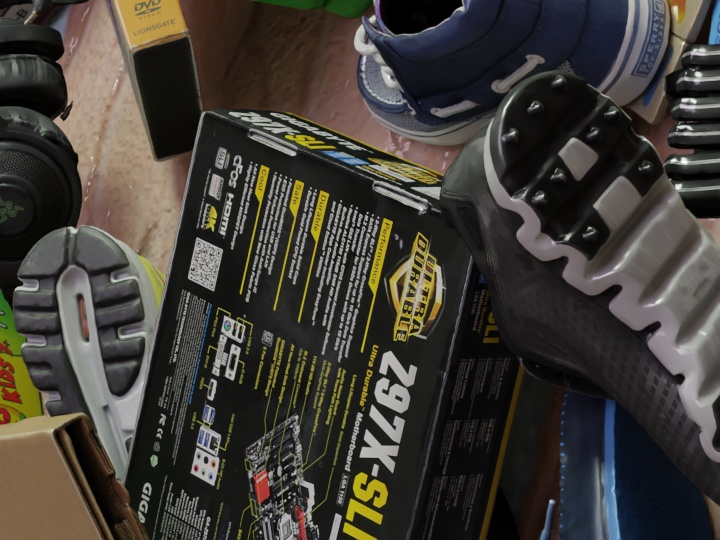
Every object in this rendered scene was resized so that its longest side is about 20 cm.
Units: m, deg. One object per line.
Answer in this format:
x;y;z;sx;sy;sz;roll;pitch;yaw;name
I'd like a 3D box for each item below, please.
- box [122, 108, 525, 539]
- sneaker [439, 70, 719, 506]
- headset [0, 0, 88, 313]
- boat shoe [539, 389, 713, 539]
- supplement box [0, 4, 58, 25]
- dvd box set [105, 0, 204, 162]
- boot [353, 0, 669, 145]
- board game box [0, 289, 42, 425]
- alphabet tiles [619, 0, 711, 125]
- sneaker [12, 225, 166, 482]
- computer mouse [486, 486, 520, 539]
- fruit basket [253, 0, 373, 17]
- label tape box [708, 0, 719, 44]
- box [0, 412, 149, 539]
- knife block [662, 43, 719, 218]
-0.015;0.055;1.116;0.159;0.049;0.201;23;105;42;box
0.099;0.022;1.008;0.066;0.200;0.090;-46;11;-27;sneaker
-0.147;-0.065;1.324;0.093;0.201;0.124;-11;54;0;headset
0.081;0.130;1.027;0.068;0.084;0.201;-20;55;32;boat shoe
-0.215;-0.208;1.505;0.131;0.103;0.201;-47;44;22;supplement box
-0.111;-0.164;1.309;0.029;0.146;0.201;-17;73;-5;dvd box set
0.030;-0.097;1.163;0.200;0.090;0.073;-9;70;60;boot
-0.195;0.093;1.380;0.101;0.047;0.201;-37;48;31;board game box
0.103;-0.144;1.155;0.166;0.006;0.201;46;118;59;alphabet tiles
-0.090;0.082;1.256;0.078;0.090;0.202;-7;85;17;sneaker
0.044;0.145;1.101;0.059;0.034;0.201;-42;46;25;computer mouse
-0.010;-0.237;1.272;0.215;0.155;0.217;-21;65;58;fruit basket
0.206;-0.139;1.027;0.200;0.066;0.144;-20;56;61;label tape box
-0.128;0.139;1.198;0.200;0.021;0.164;-11;107;56;box
0.198;-0.034;1.007;0.198;0.176;0.064;11;77;4;knife block
